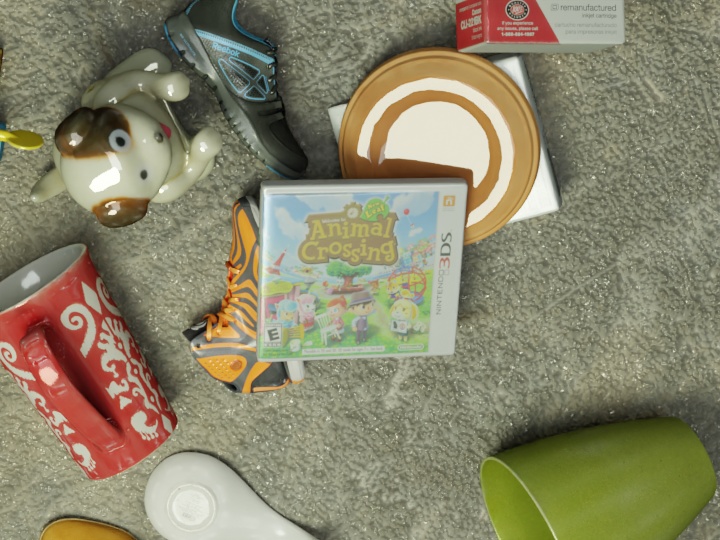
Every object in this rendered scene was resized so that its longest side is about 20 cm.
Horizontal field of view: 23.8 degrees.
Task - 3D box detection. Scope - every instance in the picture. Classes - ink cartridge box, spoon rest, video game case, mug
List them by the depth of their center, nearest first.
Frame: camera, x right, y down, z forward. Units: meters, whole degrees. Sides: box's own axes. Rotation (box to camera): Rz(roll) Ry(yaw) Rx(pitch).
[{"bbox_3d":[0.168,-0.310,1.613,0.144,0.084,0.201,-2,91,-16],"label":"ink cartridge box"},{"bbox_3d":[-0.281,0.104,1.647,0.133,0.178,0.200,-19,111,29],"label":"mug"},{"bbox_3d":[0.000,0.000,1.649,0.199,0.022,0.183,-1,112,-11],"label":"video game case"},{"bbox_3d":[0.086,-0.116,1.705,0.199,0.047,0.161,-13,104,14],"label":"ink cartridge box"},{"bbox_3d":[-0.128,0.257,1.756,0.199,0.061,0.100,26,98,3],"label":"spoon rest"}]

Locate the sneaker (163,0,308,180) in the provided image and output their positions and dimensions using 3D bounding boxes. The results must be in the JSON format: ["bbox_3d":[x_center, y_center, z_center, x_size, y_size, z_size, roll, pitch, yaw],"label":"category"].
[{"bbox_3d":[-0.103,-0.177,1.647,0.082,0.073,0.200,-36,104,1],"label":"sneaker"}]

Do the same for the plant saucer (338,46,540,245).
[{"bbox_3d":[0.075,-0.115,1.662,0.199,0.037,0.201,3,108,8],"label":"plant saucer"}]

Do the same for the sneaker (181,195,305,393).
[{"bbox_3d":[-0.126,0.032,1.688,0.112,0.078,0.201,-13,103,-4],"label":"sneaker"}]

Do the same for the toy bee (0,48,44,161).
[{"bbox_3d":[-0.365,-0.111,1.617,0.130,0.109,0.201,-12,103,-5],"label":"toy bee"}]

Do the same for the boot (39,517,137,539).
[{"bbox_3d":[-0.232,0.324,1.707,0.201,0.144,0.071,30,97,-11],"label":"boot"}]

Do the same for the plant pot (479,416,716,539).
[{"bbox_3d":[0.253,0.232,1.735,0.199,0.187,0.188,-24,104,-15],"label":"plant pot"}]

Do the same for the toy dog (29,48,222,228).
[{"bbox_3d":[-0.227,-0.116,1.582,0.193,0.200,0.140,-18,103,-2],"label":"toy dog"}]
